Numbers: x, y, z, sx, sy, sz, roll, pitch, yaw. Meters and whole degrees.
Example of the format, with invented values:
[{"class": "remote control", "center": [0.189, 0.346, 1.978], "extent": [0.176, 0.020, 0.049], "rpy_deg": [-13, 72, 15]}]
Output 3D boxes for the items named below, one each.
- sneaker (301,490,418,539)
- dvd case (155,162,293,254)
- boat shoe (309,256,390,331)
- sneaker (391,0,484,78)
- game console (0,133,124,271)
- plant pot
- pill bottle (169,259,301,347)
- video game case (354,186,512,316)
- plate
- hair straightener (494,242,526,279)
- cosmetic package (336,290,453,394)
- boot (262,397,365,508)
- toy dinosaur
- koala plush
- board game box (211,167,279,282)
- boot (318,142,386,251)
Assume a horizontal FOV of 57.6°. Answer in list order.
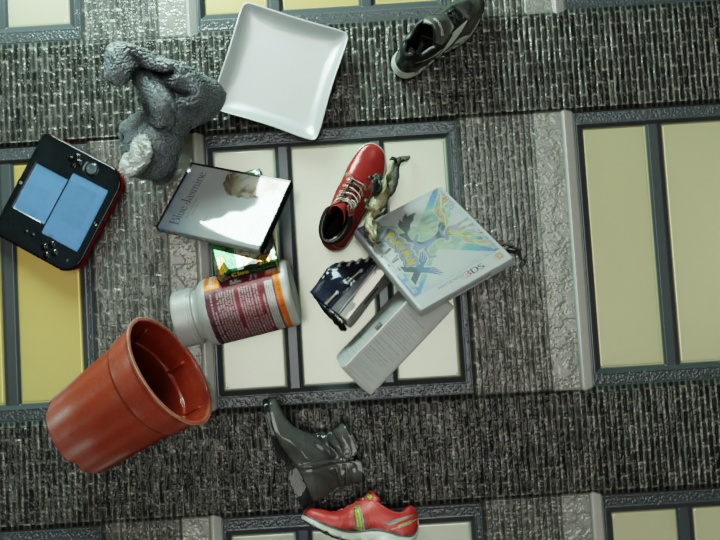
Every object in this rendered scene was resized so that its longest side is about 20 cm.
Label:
[{"class": "sneaker", "center": [0.000, 0.416, 1.111], "extent": [0.198, 0.077, 0.086], "rpy_deg": [9, 67, 0]}, {"class": "dvd case", "center": [-0.227, -0.108, 1.099], "extent": [0.198, 0.018, 0.144], "rpy_deg": [12, 63, 17]}, {"class": "boat shoe", "center": [0.000, 0.000, 1.122], "extent": [0.093, 0.075, 0.200], "rpy_deg": [37, 77, 18]}, {"class": "sneaker", "center": [0.139, -0.413, 1.128], "extent": [0.200, 0.091, 0.067], "rpy_deg": [-39, 89, -2]}, {"class": "game console", "center": [-0.526, -0.117, 1.148], "extent": [0.176, 0.031, 0.201], "rpy_deg": [27, 87, 1]}, {"class": "plant pot", "center": [-0.381, 0.213, 1.061], "extent": [0.195, 0.201, 0.202], "rpy_deg": [-34, 88, 7]}, {"class": "pill bottle", "center": [-0.207, 0.058, 1.096], "extent": [0.198, 0.114, 0.115], "rpy_deg": [-14, 87, -1]}, {"class": "video game case", "center": [0.116, -0.038, 1.074], "extent": [0.181, 0.022, 0.200], "rpy_deg": [-28, 54, -16]}, {"class": "plate", "center": [-0.141, -0.348, 1.155], "extent": [0.198, 0.032, 0.202], "rpy_deg": [17, 88, 2]}, {"class": "hair straightener", "center": [0.191, -0.019, 1.141], "extent": [0.198, 0.041, 0.078], "rpy_deg": [8, 88, -4]}, {"class": "cosmetic package", "center": [0.055, 0.104, 1.096], "extent": [0.074, 0.102, 0.200], "rpy_deg": [43, 87, -9]}, {"class": "boot", "center": [-0.079, 0.288, 1.117], "extent": [0.131, 0.070, 0.201], "rpy_deg": [-24, 95, -7]}, {"class": "toy dinosaur", "center": [0.042, -0.142, 1.081], "extent": [0.047, 0.088, 0.201], "rpy_deg": [21, 63, 9]}, {"class": "koala plush", "center": [-0.332, -0.238, 1.080], "extent": [0.182, 0.177, 0.202], "rpy_deg": [18, 90, 2]}, {"class": "board game box", "center": [-0.203, -0.080, 1.103], "extent": [0.104, 0.024, 0.201], "rpy_deg": [-16, 58, 1]}, {"class": "boot", "center": [-0.011, -0.130, 1.089], "extent": [0.072, 0.144, 0.201], "rpy_deg": [24, 86, 3]}]
